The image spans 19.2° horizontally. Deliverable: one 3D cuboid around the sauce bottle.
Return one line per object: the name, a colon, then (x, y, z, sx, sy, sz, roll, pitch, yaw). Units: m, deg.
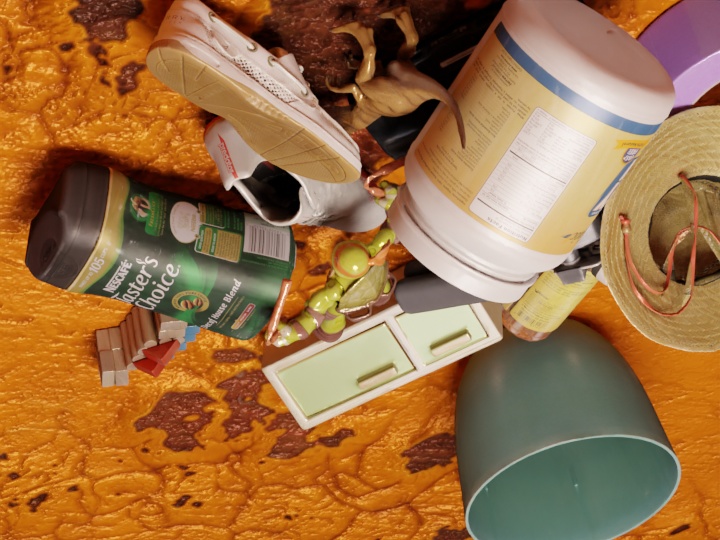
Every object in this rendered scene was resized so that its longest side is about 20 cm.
sauce bottle: (0.188, -0.019, 1.833, 0.066, 0.066, 0.200, 10, 139, -29)

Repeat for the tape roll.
tape roll: (0.310, -0.144, 1.708, 0.199, 0.066, 0.200, -8, 144, -6)

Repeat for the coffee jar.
coffee jar: (-0.159, -0.015, 1.680, 0.199, 0.086, 0.104, 17, 143, -20)

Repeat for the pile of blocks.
pile of blocks: (-0.153, 0.051, 1.817, 0.082, 0.062, 0.200, 20, 132, -37)

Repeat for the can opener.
can opener: (0.113, -0.015, 1.725, 0.199, 0.053, 0.067, -11, 121, 30)

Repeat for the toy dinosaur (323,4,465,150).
toy dinosaur: (0.030, -0.140, 1.579, 0.060, 0.107, 0.200, -21, -171, -28)

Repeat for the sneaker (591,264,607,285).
sneaker: (0.275, 0.014, 1.796, 0.084, 0.121, 0.200, -56, 159, 18)

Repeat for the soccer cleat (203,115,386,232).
soccer cleat: (-0.048, -0.062, 1.681, 0.069, 0.085, 0.200, -32, 140, 24)

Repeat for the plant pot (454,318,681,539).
plant pot: (0.177, 0.142, 1.961, 0.200, 0.161, 0.201, -8, 144, -6)

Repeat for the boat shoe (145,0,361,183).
boat shoe: (-0.067, -0.135, 1.577, 0.071, 0.069, 0.200, -11, 142, 44)

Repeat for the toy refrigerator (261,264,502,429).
toy refrigerator: (0.018, 0.058, 1.856, 0.200, 0.070, 0.076, -25, 116, 15)

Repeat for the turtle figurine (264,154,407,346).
turtle figurine: (0.000, 0.000, 1.692, 0.200, 0.064, 0.161, -53, 172, -11)

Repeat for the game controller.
game controller: (0.091, -0.152, 1.656, 0.200, 0.042, 0.104, -26, 128, 16)

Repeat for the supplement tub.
supplement tub: (0.122, -0.091, 1.574, 0.144, 0.145, 0.200, 16, 120, -34)

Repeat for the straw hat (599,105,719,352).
straw hat: (0.261, -0.032, 1.698, 0.200, 0.202, 0.085, 1, 179, -19)
